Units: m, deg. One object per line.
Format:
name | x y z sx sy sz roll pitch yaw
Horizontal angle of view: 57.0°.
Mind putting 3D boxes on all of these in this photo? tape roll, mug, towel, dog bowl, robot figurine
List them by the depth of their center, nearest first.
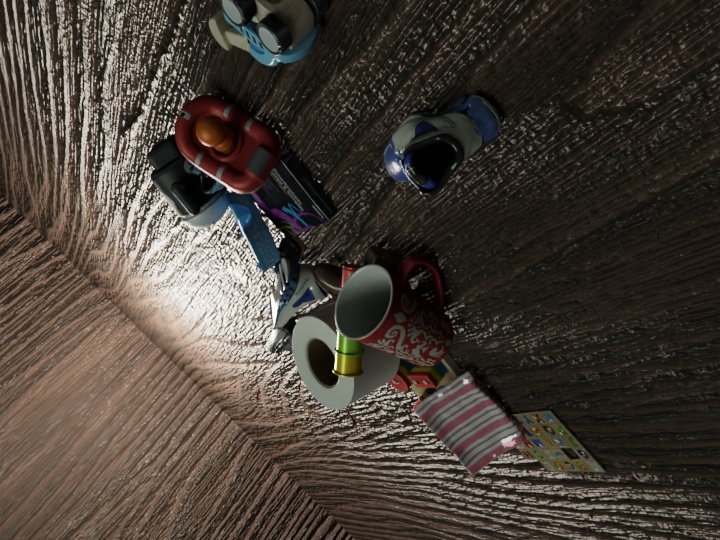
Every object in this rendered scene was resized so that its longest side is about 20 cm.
mug | 0.083 0.081 1.161 0.176 0.136 0.199 -30 138 30
towel | 0.221 0.309 1.332 0.200 0.146 0.030 48 -164 -14
dog bowl | -0.221 -0.086 1.367 0.201 0.049 0.112 57 168 32
tape roll | -0.031 0.169 1.388 0.201 0.138 0.207 24 123 42
robot figurine | -0.368 -0.185 1.415 0.123 0.151 0.202 -10 124 41

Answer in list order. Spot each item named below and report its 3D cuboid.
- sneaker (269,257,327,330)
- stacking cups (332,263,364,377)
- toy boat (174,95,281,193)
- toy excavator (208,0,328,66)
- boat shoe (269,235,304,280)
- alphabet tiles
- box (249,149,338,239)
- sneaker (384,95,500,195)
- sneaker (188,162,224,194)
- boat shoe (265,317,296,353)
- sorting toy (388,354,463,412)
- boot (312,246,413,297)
sneaker | -0.128 0.055 1.428 0.201 0.113 0.082 115 150 -46
stacking cups | -0.021 0.090 1.222 0.060 0.060 0.205 12 105 44
toy boat | -0.243 -0.231 1.154 0.198 0.132 0.131 32 180 17
toy excavator | -0.147 -0.348 0.949 0.194 0.100 0.200 40 161 7
boat shoe | -0.162 -0.008 1.465 0.074 0.062 0.201 37 152 7
alphabet tiles | 0.368 0.344 1.327 0.167 0.008 0.199 46 152 -7
box | -0.139 -0.140 1.279 0.144 0.036 0.199 50 151 -14
sneaker | 0.080 -0.153 0.871 0.081 0.115 0.198 53 150 -15
sneaker | -0.295 -0.225 1.303 0.077 0.090 0.202 29 147 22
boat shoe | -0.195 0.198 1.780 0.093 0.074 0.201 45 152 11
sorting toy | 0.146 0.250 1.418 0.201 0.070 0.198 50 152 -15
boot | 0.000 0.000 1.261 0.184 0.065 0.201 27 154 3
